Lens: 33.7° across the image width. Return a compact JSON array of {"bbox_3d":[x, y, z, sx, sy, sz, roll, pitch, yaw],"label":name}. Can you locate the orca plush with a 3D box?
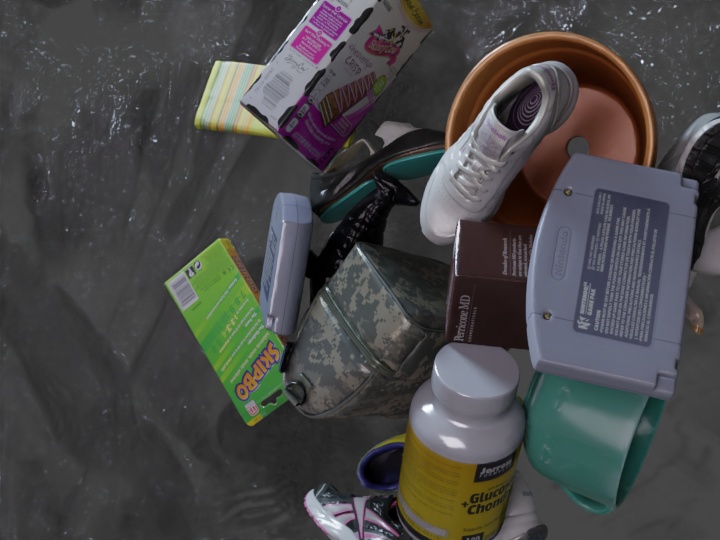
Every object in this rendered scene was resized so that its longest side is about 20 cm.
[{"bbox_3d":[0.000,0.000,1.268,0.105,0.071,0.200,32,116,-18],"label":"orca plush"}]

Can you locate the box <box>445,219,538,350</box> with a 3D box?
[{"bbox_3d":[0.180,0.019,1.086,0.198,0.075,0.101,6,140,3],"label":"box"}]

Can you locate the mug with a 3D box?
[{"bbox_3d":[0.219,0.152,1.158,0.114,0.152,0.187,21,100,22],"label":"mug"}]

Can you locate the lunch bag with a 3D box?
[{"bbox_3d":[0.031,0.080,1.208,0.168,0.199,0.140,-55,54,20],"label":"lunch bag"}]

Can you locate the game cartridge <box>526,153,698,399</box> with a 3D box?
[{"bbox_3d":[0.210,0.001,1.007,0.132,0.042,0.202,11,66,8],"label":"game cartridge"}]

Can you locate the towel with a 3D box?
[{"bbox_3d":[-0.089,-0.185,1.334,0.198,0.018,0.087,11,73,23],"label":"towel"}]

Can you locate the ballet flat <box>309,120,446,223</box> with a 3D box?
[{"bbox_3d":[0.023,-0.119,1.280,0.199,0.068,0.069,-24,70,23],"label":"ballet flat"}]

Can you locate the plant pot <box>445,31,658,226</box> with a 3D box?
[{"bbox_3d":[0.197,-0.122,1.160,0.198,0.140,0.202,1,93,23],"label":"plant pot"}]

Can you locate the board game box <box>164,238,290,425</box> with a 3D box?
[{"bbox_3d":[-0.142,0.072,1.382,0.095,0.030,0.201,-36,76,22],"label":"board game box"}]

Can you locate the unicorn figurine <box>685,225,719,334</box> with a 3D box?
[{"bbox_3d":[0.349,-0.011,1.132,0.198,0.074,0.139,-4,81,30],"label":"unicorn figurine"}]

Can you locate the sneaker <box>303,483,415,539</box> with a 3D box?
[{"bbox_3d":[0.012,0.273,1.266,0.086,0.200,0.081,-40,117,-9],"label":"sneaker"}]

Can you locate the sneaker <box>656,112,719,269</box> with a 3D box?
[{"bbox_3d":[0.297,-0.060,1.122,0.074,0.079,0.201,29,112,-9],"label":"sneaker"}]

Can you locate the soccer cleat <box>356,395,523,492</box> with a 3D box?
[{"bbox_3d":[0.085,0.187,1.256,0.199,0.084,0.065,-26,82,22],"label":"soccer cleat"}]

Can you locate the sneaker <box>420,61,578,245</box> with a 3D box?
[{"bbox_3d":[0.111,-0.108,1.070,0.075,0.099,0.201,41,109,15],"label":"sneaker"}]

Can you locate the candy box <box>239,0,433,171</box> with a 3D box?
[{"bbox_3d":[-0.020,-0.214,1.227,0.061,0.136,0.201,38,91,22],"label":"candy box"}]

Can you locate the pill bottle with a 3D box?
[{"bbox_3d":[0.098,0.168,1.143,0.111,0.112,0.201,23,131,21],"label":"pill bottle"}]

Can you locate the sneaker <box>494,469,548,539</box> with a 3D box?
[{"bbox_3d":[0.103,0.271,1.271,0.199,0.074,0.088,-21,64,23],"label":"sneaker"}]

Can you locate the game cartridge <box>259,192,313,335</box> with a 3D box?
[{"bbox_3d":[-0.080,-0.014,1.268,0.041,0.200,0.135,12,97,-8],"label":"game cartridge"}]
